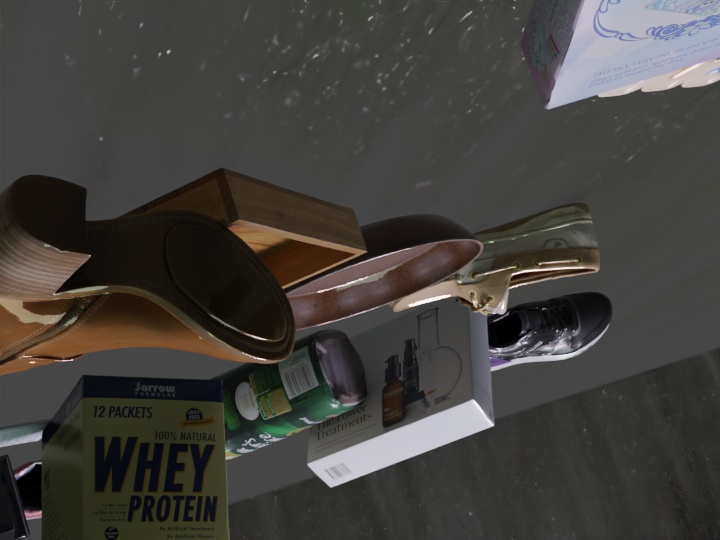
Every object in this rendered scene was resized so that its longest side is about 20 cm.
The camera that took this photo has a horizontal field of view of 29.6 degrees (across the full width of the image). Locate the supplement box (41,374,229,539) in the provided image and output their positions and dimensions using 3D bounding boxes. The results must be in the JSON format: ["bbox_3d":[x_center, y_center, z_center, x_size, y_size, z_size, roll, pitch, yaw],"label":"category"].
[{"bbox_3d":[-0.213,0.223,1.263,0.132,0.203,0.200,4,157,-23],"label":"supplement box"}]

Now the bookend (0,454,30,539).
[{"bbox_3d":[-0.427,0.234,1.323,0.196,0.093,0.200,-16,167,-18],"label":"bookend"}]

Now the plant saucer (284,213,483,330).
[{"bbox_3d":[0.000,0.000,1.080,0.197,0.035,0.200,-17,168,-4],"label":"plant saucer"}]

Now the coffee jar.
[{"bbox_3d":[-0.098,0.134,1.399,0.198,0.086,0.104,-24,172,24],"label":"coffee jar"}]

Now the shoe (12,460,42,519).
[{"bbox_3d":[-0.336,0.252,1.597,0.197,0.073,0.091,-9,171,-21],"label":"shoe"}]

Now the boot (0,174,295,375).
[{"bbox_3d":[-0.150,0.030,0.760,0.198,0.078,0.155,17,141,-37],"label":"boot"}]

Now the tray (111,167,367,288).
[{"bbox_3d":[-0.079,-0.018,0.867,0.098,0.038,0.200,-23,168,18],"label":"tray"}]

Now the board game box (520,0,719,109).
[{"bbox_3d":[0.180,-0.156,0.598,0.197,0.044,0.199,-17,162,-7],"label":"board game box"}]

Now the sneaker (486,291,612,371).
[{"bbox_3d":[0.218,0.072,1.664,0.197,0.077,0.088,-18,162,-3],"label":"sneaker"}]

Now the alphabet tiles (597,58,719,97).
[{"bbox_3d":[0.235,-0.154,0.794,0.198,0.015,0.195,-11,166,-35],"label":"alphabet tiles"}]

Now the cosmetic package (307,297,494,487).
[{"bbox_3d":[0.040,0.122,1.417,0.198,0.152,0.052,-24,128,23],"label":"cosmetic package"}]

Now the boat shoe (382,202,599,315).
[{"bbox_3d":[0.115,0.004,1.186,0.197,0.070,0.074,-20,168,4],"label":"boat shoe"}]

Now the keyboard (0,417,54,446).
[{"bbox_3d":[-0.372,0.163,1.292,0.056,0.011,0.199,-28,166,37],"label":"keyboard"}]
